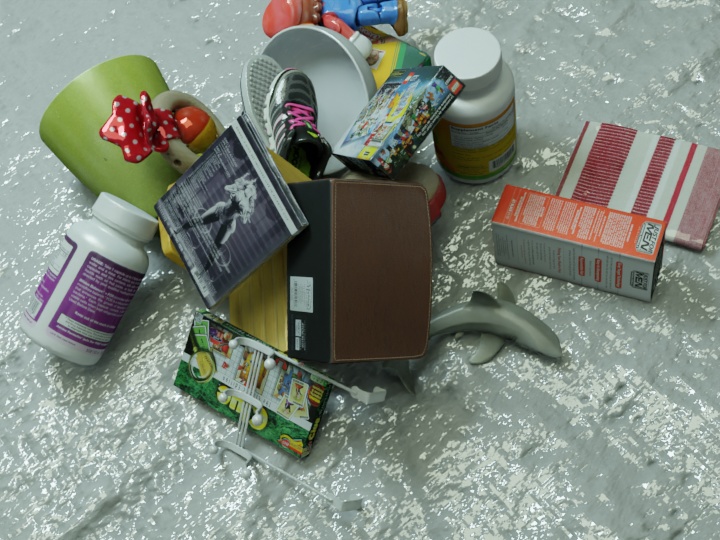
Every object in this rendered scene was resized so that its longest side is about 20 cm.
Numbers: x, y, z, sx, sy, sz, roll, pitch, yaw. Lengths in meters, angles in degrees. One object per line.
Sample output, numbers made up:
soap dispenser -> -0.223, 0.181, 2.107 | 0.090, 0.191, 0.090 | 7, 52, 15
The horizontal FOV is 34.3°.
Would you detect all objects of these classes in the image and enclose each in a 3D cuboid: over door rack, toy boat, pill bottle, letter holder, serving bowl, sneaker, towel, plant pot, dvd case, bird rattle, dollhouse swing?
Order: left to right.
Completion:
pill bottle -> -0.335, 0.008, 1.469 | 0.112, 0.112, 0.201 | 31, 93, 25
plant pot -> -0.297, -0.151, 1.566 | 0.187, 0.187, 0.200 | -34, 76, -10
bird rattle -> -0.229, -0.163, 1.484 | 0.113, 0.200, 0.163 | -45, 21, 31
dvd case -> -0.155, -0.065, 1.357 | 0.016, 0.200, 0.149 | -17, 73, -48
dollhouse swing -> -0.142, -0.007, 1.408 | 0.199, 0.181, 0.177 | -21, 48, 38
sneaker -> -0.123, -0.180, 1.549 | 0.078, 0.079, 0.201 | -15, 88, -35
over door rack -> -0.081, 0.175, 1.338 | 0.199, 0.067, 0.149 | 19, 104, 24
sneaker -> -0.075, -0.168, 1.477 | 0.073, 0.087, 0.201 | 13, 71, -30
serving bowl -> -0.050, -0.232, 1.565 | 0.200, 0.201, 0.066 | 33, 35, 26
letter holder -> 0.000, 0.000, 1.329 | 0.142, 0.100, 0.201 | -1, 91, -33
toy boat -> 0.036, -0.060, 1.468 | 0.131, 0.131, 0.200 | -45, 30, -16
pill bottle -> 0.142, -0.210, 1.485 | 0.110, 0.200, 0.112 | -4, 58, 7
towel -> 0.360, -0.111, 1.491 | 0.199, 0.023, 0.145 | 17, 67, 22

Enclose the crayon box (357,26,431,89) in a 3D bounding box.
crayon box -> -0.012, -0.285, 1.643 | 0.200, 0.058, 0.119 | 31, 70, 25

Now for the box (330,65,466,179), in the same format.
box -> 0.040, -0.178, 1.391 | 0.038, 0.200, 0.137 | 39, 88, -16

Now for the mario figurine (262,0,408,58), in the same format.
mario figurine -> -0.037, -0.344, 1.619 | 0.199, 0.107, 0.124 | -5, 16, -3

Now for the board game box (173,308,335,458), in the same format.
board game box -> -0.132, 0.135, 1.410 | 0.199, 0.023, 0.105 | 25, 108, 23

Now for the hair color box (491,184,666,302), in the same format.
hair color box -> 0.264, -0.033, 1.417 | 0.199, 0.102, 0.061 | 16, 64, 18

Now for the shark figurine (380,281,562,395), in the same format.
shark figurine -> 0.123, 0.060, 1.401 | 0.213, 0.090, 0.129 | -12, 57, 2
